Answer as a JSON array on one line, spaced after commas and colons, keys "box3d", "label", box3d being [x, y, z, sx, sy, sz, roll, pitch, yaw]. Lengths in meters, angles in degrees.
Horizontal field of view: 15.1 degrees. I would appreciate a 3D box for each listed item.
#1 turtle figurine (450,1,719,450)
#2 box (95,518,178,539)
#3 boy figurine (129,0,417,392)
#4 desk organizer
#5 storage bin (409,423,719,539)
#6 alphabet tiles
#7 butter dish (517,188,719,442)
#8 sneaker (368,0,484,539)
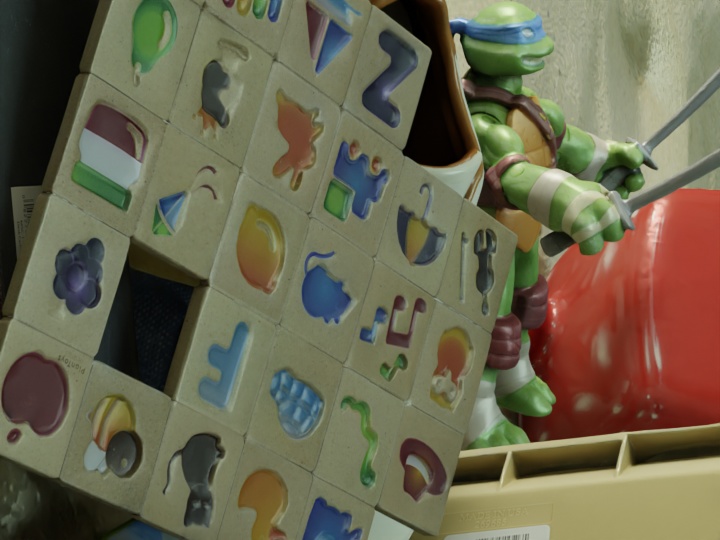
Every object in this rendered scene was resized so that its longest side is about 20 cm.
[{"box3d": [0.101, -0.015, 1.215, 0.144, 0.200, 0.194, -126, -137, -61], "label": "turtle figurine"}, {"box3d": [-0.052, 0.136, 0.828, 0.122, 0.048, 0.200, 47, 20, 6], "label": "box"}, {"box3d": [-0.037, -0.020, 0.833, 0.064, 0.124, 0.200, -49, 158, -61], "label": "boy figurine"}, {"box3d": [-0.117, -0.055, 0.736, 0.072, 0.077, 0.200, -12, 98, -67], "label": "desk organizer"}, {"box3d": [0.054, 0.163, 0.980, 0.199, 0.200, 0.094, -79, 152, -42], "label": "storage bin"}, {"box3d": [-0.020, 0.000, 0.769, 0.200, 0.008, 0.167, 33, 68, -49], "label": "alphabet tiles"}, {"box3d": [0.132, 0.044, 1.350, 0.199, 0.148, 0.200, 134, -32, -54], "label": "butter dish"}, {"box3d": [0.000, 0.000, 0.884, 0.085, 0.073, 0.200, -177, -95, -70], "label": "sneaker"}]
